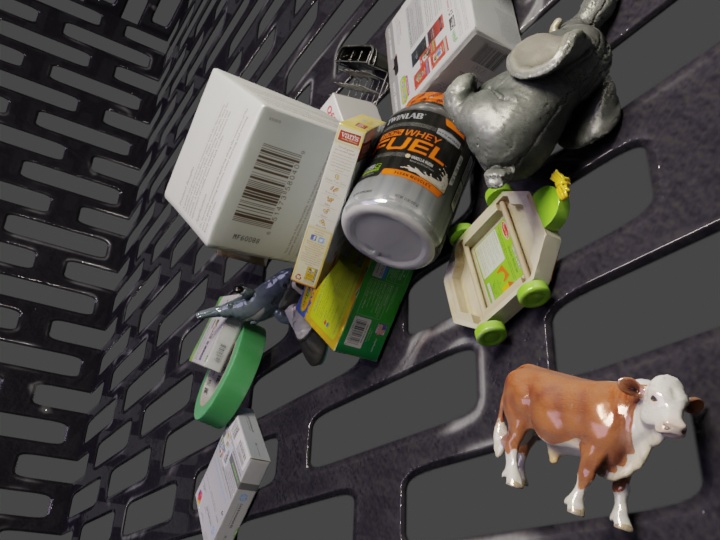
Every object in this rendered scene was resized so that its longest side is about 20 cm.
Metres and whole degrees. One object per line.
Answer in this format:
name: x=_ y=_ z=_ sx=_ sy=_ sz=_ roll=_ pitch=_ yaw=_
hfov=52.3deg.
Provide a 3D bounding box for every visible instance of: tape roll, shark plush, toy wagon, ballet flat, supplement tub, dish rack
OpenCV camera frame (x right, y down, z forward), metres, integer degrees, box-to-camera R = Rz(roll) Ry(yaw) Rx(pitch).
tape roll: x=-0.240 y=0.187 z=1.347 sx=0.201 sy=0.048 sz=0.201 roll=-53 pitch=19 yaw=27
shark plush: x=-0.188 y=0.042 z=1.266 sx=0.199 sy=0.083 sz=0.091 roll=-6 pitch=54 yaw=21
toy wagon: x=0.159 y=-0.021 z=0.774 sx=0.200 sy=0.039 sz=0.155 roll=-49 pitch=35 yaw=37
ballet flat: x=-0.082 y=0.049 z=1.154 sx=0.068 sy=0.068 sz=0.201 roll=-26 pitch=53 yaw=53
supplement tub: x=0.066 y=-0.112 z=0.878 sx=0.122 sy=0.122 sz=0.200 roll=-29 pitch=31 yaw=53
dish rack: x=-0.019 y=-0.278 z=1.250 sx=0.153 sy=0.054 sz=0.200 roll=35 pitch=106 yaw=63

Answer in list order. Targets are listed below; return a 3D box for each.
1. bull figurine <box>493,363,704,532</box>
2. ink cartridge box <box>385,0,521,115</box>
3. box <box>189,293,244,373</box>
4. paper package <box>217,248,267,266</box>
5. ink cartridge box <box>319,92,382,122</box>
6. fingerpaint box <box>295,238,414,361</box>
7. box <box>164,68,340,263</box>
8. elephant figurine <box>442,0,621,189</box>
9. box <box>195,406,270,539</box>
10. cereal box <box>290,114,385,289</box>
bull figurine: x=0.184 y=0.135 z=0.601 sx=0.200 sy=0.065 sz=0.122 roll=4 pitch=75 yaw=63
ink cartridge box: x=0.116 y=-0.305 z=0.974 sx=0.176 sy=0.084 sz=0.200 roll=-43 pitch=39 yaw=44
box: x=-0.267 y=0.117 z=1.394 sx=0.145 sy=0.036 sz=0.200 roll=-66 pitch=18 yaw=-12
paper package: x=-0.201 y=-0.120 z=1.384 sx=0.200 sy=0.103 sz=0.191 roll=132 pitch=151 yaw=-75
ink cartridge box: x=-0.046 y=-0.155 z=1.151 sx=0.200 sy=0.085 sz=0.148 roll=-44 pitch=54 yaw=41
fingerpaint box: x=0.000 y=0.000 z=1.024 sx=0.167 sy=0.073 sz=0.200 roll=35 pitch=105 yaw=61
box: x=-0.127 y=-0.137 z=1.014 sx=0.171 sy=0.200 sz=0.199 roll=41 pitch=111 yaw=45
elephant figurine: x=0.191 y=-0.188 z=0.728 sx=0.200 sy=0.141 sz=0.155 roll=-36 pitch=71 yaw=22
box: x=-0.225 y=0.361 z=1.269 sx=0.200 sy=0.041 sz=0.156 roll=-64 pitch=27 yaw=13
cereal box: x=-0.026 y=-0.090 z=0.911 sx=0.144 sy=0.039 sz=0.200 roll=-57 pitch=-13 yaw=-71
